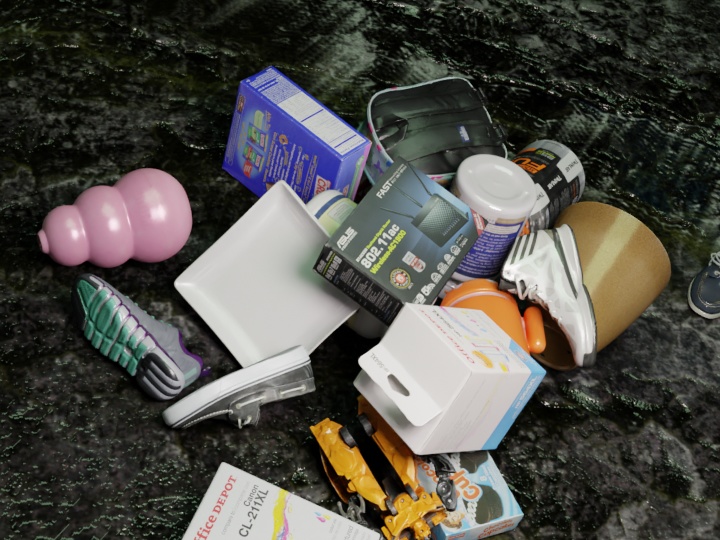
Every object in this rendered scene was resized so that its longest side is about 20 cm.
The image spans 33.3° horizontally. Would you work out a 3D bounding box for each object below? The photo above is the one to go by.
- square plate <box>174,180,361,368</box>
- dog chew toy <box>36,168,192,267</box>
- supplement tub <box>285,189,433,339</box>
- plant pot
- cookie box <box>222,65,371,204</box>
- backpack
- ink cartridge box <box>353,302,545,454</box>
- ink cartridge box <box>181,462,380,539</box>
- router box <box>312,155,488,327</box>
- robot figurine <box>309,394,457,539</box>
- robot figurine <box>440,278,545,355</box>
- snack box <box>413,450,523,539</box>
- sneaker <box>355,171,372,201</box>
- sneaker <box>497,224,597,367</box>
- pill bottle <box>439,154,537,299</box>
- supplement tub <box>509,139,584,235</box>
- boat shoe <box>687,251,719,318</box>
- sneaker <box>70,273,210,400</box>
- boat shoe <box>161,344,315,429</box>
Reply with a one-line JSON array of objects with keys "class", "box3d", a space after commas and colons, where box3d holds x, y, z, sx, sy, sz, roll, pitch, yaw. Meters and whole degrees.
[{"class": "square plate", "box3d": [-0.109, 0.021, 1.557, 0.200, 0.028, 0.198, -43, 77, 1]}, {"class": "dog chew toy", "box3d": [-0.325, -0.061, 1.586, 0.198, 0.125, 0.125, -16, 53, -24]}, {"class": "supplement tub", "box3d": [0.000, 0.000, 1.629, 0.199, 0.146, 0.145, 34, 44, 15]}, {"class": "plant pot", "box3d": [0.312, 0.038, 1.712, 0.185, 0.187, 0.200, 33, 60, 13]}, {"class": "cookie box", "box3d": [-0.095, -0.166, 1.742, 0.199, 0.172, 0.075, 39, 48, 18]}, {"class": "backpack", "box3d": [0.090, -0.181, 1.761, 0.198, 0.151, 0.179, -10, 64, -31]}, {"class": "ink cartridge box", "box3d": [0.102, 0.129, 1.439, 0.128, 0.126, 0.199, 44, 21, 31]}, {"class": "ink cartridge box", "box3d": [-0.098, 0.321, 1.309, 0.198, 0.083, 0.146, 24, 43, 2]}, {"class": "router box", "box3d": [0.053, -0.033, 1.531, 0.149, 0.062, 0.200, 35, 52, 4]}, {"class": "robot figurine", "box3d": [0.030, 0.242, 1.435, 0.144, 0.058, 0.201, -33, 58, -4]}, {"class": "robot figurine", "box3d": [0.164, 0.095, 1.620, 0.116, 0.144, 0.202, 27, 37, -30]}, {"class": "snack box", "box3d": [0.106, 0.243, 1.504, 0.115, 0.037, 0.201, -8, 50, -28]}, {"class": "sneaker", "box3d": [0.028, -0.192, 1.887, 0.115, 0.079, 0.199, 43, 45, 20]}, {"class": "sneaker", "box3d": [0.244, 0.042, 1.599, 0.114, 0.076, 0.203, -10, 65, 1]}, {"class": "pill bottle", "box3d": [0.162, -0.052, 1.705, 0.118, 0.201, 0.121, 11, 43, -11]}, {"class": "supplement tub", "box3d": [0.255, -0.110, 1.859, 0.122, 0.123, 0.200, 34, 44, 15]}, {"class": "boat shoe", "box3d": [0.583, 0.006, 1.916, 0.075, 0.062, 0.199, 39, 46, 16]}, {"class": "sneaker", "box3d": [-0.278, 0.078, 1.510, 0.200, 0.075, 0.087, 46, 31, 15]}, {"class": "boat shoe", "box3d": [-0.141, 0.157, 1.467, 0.198, 0.072, 0.072, -22, 89, -19]}]
